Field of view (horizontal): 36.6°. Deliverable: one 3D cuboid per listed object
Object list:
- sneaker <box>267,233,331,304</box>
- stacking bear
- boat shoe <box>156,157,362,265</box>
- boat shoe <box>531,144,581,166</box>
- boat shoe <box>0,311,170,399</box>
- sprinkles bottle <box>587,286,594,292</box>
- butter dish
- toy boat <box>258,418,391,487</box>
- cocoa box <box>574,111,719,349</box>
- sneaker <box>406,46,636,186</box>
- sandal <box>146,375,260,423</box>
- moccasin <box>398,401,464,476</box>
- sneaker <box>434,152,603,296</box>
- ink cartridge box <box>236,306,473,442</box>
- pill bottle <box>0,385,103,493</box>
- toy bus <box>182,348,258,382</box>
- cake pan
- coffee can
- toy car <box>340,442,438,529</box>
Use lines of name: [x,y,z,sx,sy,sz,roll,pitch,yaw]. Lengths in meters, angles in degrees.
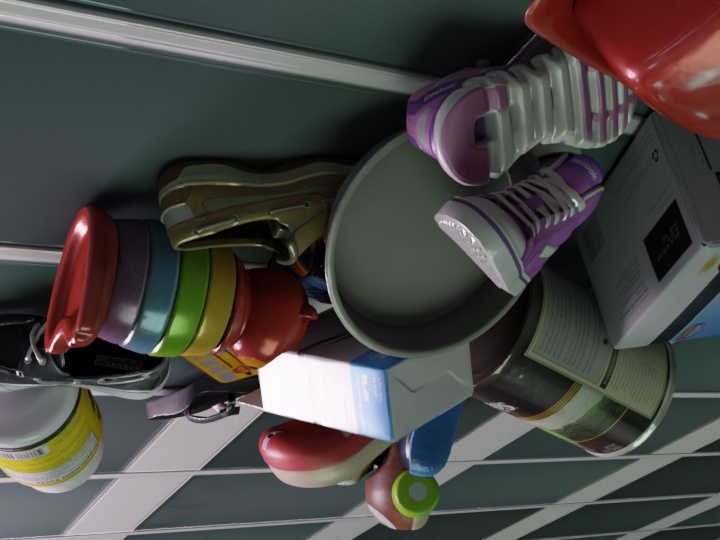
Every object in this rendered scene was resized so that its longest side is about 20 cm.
sneaker: [0.000,0.000,0.983,0.199,0.076,0.078,17,155,-38]
stacking bear: [-0.134,0.024,0.869,0.198,0.115,0.121,13,166,-26]
boat shoe: [-0.058,-0.039,0.851,0.198,0.077,0.072,-4,153,-19]
boat shoe: [0.133,-0.037,0.962,0.071,0.061,0.202,1,151,-27]
boat shoe: [-0.264,0.070,0.945,0.198,0.073,0.068,11,157,-9]
sprinkles bottle: [0.252,0.053,1.194,0.198,0.069,0.068,-22,153,18]
butter dish: [0.240,-0.149,0.669,0.198,0.149,0.200,13,138,-44]
toy boat: [-0.029,0.141,1.191,0.199,0.132,0.130,-37,-161,-23]
cocoa box: [0.295,-0.035,0.956,0.130,0.135,0.201,-7,154,-13]
sneaker: [0.112,-0.121,0.775,0.199,0.081,0.088,-19,-157,-29]
sandal: [-0.161,0.145,1.169,0.075,0.043,0.199,0,164,-36]
moccasin: [0.075,0.110,1.134,0.080,0.202,0.068,23,178,-22]
sneaker: [0.118,-0.047,0.766,0.114,0.073,0.200,-45,170,7]
ink cartridge box: [-0.013,0.084,0.970,0.199,0.067,0.115,6,-159,42]
pill bottle: [-0.314,0.144,1.060,0.113,0.115,0.201,-9,155,-8]
toy bus: [-0.127,0.054,1.021,0.077,0.066,0.200,-17,154,11]
cake pan: [0.056,-0.029,0.856,0.198,0.037,0.202,-12,118,-23]
coffee can: [0.189,0.081,1.066,0.199,0.148,0.146,26,138,-27]
toy car: [-0.011,0.242,1.365,0.197,0.160,0.164,2,164,-4]
